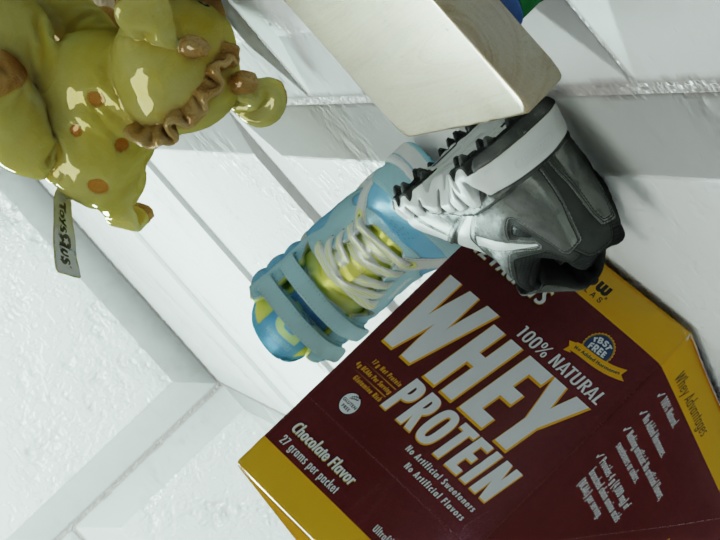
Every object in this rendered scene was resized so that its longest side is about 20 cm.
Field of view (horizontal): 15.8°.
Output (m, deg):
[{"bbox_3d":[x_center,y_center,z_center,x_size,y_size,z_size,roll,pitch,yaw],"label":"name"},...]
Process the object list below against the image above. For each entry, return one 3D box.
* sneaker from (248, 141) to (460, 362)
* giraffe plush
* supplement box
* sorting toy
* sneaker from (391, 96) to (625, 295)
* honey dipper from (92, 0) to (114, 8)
[{"bbox_3d":[0.000,0.000,1.464,0.080,0.130,0.200,48,171,0],"label":"sneaker"},{"bbox_3d":[-0.142,-0.120,1.556,0.172,0.162,0.201,0,-114,-53],"label":"giraffe plush"},{"bbox_3d":[0.078,0.111,1.342,0.133,0.200,0.198,41,170,35],"label":"supplement box"},{"bbox_3d":[-0.002,-0.151,0.986,0.199,0.070,0.200,48,171,-8],"label":"sorting toy"},{"bbox_3d":[0.071,-0.025,1.211,0.091,0.066,0.200,50,169,-5],"label":"sneaker"},{"bbox_3d":[-0.130,-0.169,1.683,0.038,0.038,0.200,51,166,-29],"label":"honey dipper"}]
